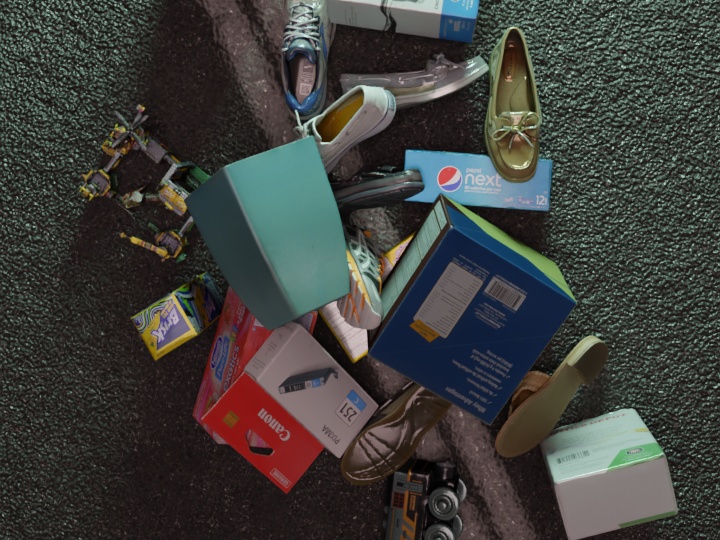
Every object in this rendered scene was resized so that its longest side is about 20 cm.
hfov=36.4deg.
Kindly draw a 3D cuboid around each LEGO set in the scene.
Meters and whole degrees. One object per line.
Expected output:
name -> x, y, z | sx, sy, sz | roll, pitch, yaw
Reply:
LEGO set -> -0.289, -0.109, 1.481 | 0.154, 0.116, 0.200 | -42, 92, 8

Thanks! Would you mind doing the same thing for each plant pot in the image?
plant pot -> -0.106, -0.037, 1.392 | 0.140, 0.141, 0.203 | -23, 89, -33

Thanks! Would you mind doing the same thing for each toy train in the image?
toy train -> 0.085, 0.361, 1.539 | 0.112, 0.085, 0.204 | 9, 100, 15

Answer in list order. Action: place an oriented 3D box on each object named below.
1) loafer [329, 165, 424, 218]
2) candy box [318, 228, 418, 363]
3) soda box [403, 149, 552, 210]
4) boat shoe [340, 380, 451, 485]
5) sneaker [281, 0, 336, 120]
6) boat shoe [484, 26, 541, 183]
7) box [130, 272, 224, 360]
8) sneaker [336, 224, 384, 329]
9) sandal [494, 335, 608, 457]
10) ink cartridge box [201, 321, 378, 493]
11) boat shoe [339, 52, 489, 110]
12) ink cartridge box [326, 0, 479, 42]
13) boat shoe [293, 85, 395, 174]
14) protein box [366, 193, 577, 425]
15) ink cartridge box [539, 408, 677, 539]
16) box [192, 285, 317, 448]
loafer -> -0.005, -0.113, 1.456 | 0.198, 0.071, 0.064 | -15, 78, 36
candy box -> 0.042, 0.031, 1.521 | 0.198, 0.026, 0.103 | -34, 91, 8
soda box -> 0.156, -0.122, 1.473 | 0.196, 0.064, 0.069 | 4, 98, 3
boat shoe -> 0.053, 0.216, 1.524 | 0.072, 0.066, 0.201 | 44, 95, -7
sneaker -> -0.071, -0.303, 1.456 | 0.075, 0.085, 0.204 | -1, 97, 4
boat shoe -> 0.197, -0.215, 1.424 | 0.072, 0.063, 0.204 | -4, 74, -1
box -> -0.238, 0.058, 1.458 | 0.069, 0.200, 0.065 | -30, 94, 7
sneaker -> 0.000, 0.000, 1.446 | 0.076, 0.201, 0.079 | 0, 129, -21
sandal -> 0.248, 0.165, 1.511 | 0.211, 0.069, 0.078 | -44, 128, -9
ink cartridge box -> -0.089, 0.191, 1.469 | 0.177, 0.044, 0.200 | -50, 127, -11
boat shoe -> 0.071, -0.255, 1.459 | 0.198, 0.074, 0.066 | -13, 101, 13
ink cartridge box -> 0.061, -0.391, 1.419 | 0.196, 0.084, 0.147 | 8, 82, 4
boat shoe -> -0.051, -0.179, 1.430 | 0.200, 0.085, 0.076 | -29, 64, 35
protein box -> 0.137, 0.050, 1.430 | 0.197, 0.135, 0.202 | 29, 108, -12
ink cartridge box -> 0.321, 0.264, 1.445 | 0.143, 0.200, 0.089 | -16, 100, 5
box -> -0.145, 0.130, 1.497 | 0.101, 0.094, 0.203 | 10, 101, -34
